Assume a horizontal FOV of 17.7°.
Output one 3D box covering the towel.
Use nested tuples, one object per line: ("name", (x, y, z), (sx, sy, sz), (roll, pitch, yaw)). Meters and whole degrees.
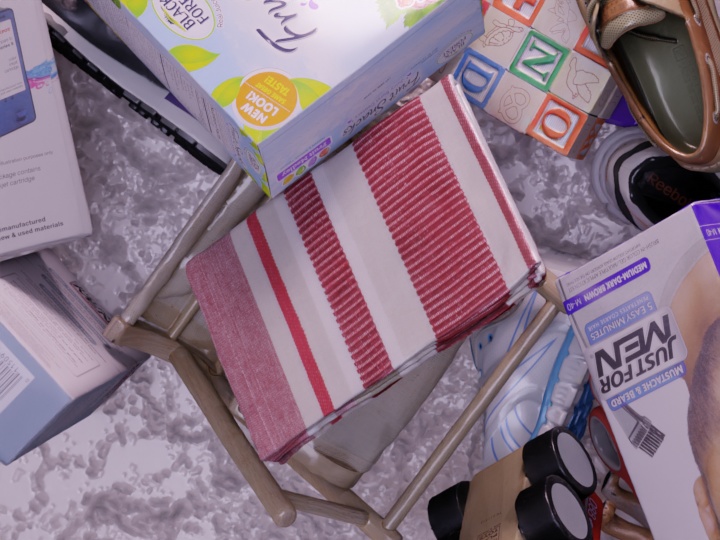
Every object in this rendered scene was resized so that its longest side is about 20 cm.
("towel", (0.000, 0.000, 1.300), (0.199, 0.023, 0.145), (-35, 58, 18))

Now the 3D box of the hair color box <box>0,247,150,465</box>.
("hair color box", (-0.200, 0.048, 1.392), (0.061, 0.200, 0.099), (-44, 88, 9))

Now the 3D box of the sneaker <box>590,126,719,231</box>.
("sneaker", (0.230, -0.019, 1.379), (0.199, 0.080, 0.074), (23, 96, -5))

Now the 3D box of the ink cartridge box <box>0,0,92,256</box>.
("ink cartridge box", (-0.244, -0.109, 1.400), (0.087, 0.145, 0.202), (-13, 97, -27))

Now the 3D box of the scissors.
("scissors", (0.177, 0.144, 1.340), (0.014, 0.073, 0.201), (-15, 54, -17))

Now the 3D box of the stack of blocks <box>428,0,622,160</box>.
("stack of blocks", (0.129, -0.182, 1.386), (0.115, 0.059, 0.201), (30, 99, 14))

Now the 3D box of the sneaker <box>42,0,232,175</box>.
("sneaker", (-0.132, -0.150, 1.440), (0.199, 0.076, 0.088), (38, 85, 0))

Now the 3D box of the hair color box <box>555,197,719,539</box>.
("hair color box", (0.198, 0.073, 1.298), (0.109, 0.065, 0.201), (-31, 75, 39))

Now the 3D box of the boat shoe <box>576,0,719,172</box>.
("boat shoe", (0.161, -0.148, 1.303), (0.075, 0.074, 0.201), (-32, 83, 26))

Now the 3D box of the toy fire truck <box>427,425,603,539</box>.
("toy fire truck", (0.115, 0.224, 1.327), (0.128, 0.176, 0.200), (-33, 110, 24))

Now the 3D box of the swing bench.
("swing bench", (-0.015, 0.025, 1.392), (0.200, 0.129, 0.199), (44, 103, 34))

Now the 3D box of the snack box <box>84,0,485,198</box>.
("snack box", (-0.053, -0.168, 1.356), (0.168, 0.068, 0.200), (-37, 63, -12))

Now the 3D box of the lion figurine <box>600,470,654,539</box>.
("lion figurine", (0.181, 0.205, 1.427), (0.122, 0.073, 0.201), (29, 113, -3))

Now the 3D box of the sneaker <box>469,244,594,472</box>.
("sneaker", (0.099, 0.077, 1.427), (0.086, 0.075, 0.201), (27, 98, 23))

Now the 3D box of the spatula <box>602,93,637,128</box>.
("spatula", (0.215, -0.099, 1.409), (0.198, 0.021, 0.057), (18, 98, 6))
